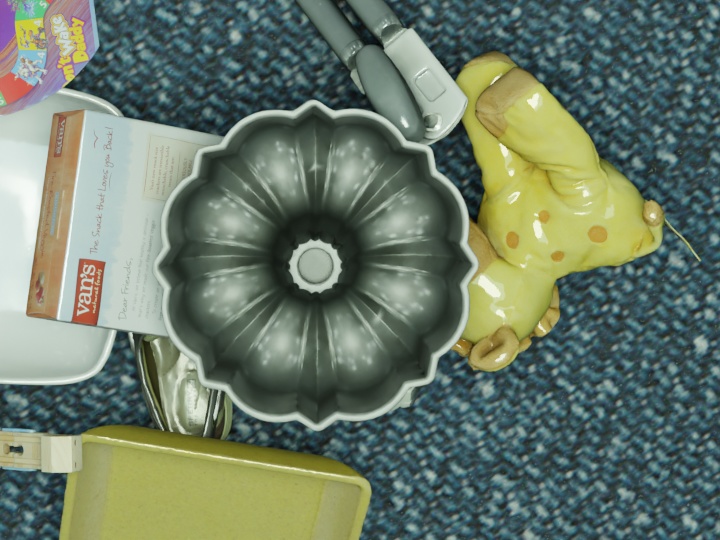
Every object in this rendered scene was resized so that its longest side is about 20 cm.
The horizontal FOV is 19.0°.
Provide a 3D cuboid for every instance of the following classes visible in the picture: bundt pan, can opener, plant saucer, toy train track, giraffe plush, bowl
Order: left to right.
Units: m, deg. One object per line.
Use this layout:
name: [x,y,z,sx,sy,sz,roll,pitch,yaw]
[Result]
toy train track: [-0.267,0.117,1.427,0.199,0.032,0.116,0,91,36]
bowl: [-0.252,-0.030,1.444,0.198,0.075,0.202,7,94,-4]
plant saucer: [-0.105,0.181,1.469,0.198,0.049,0.201,10,130,-5]
bundt pan: [-0.028,-0.006,1.347,0.200,0.076,0.204,0,95,-1]
can opener: [0.001,-0.160,1.407,0.053,0.066,0.200,-37,60,4]
giraffe plush: [0.099,-0.023,1.424,0.162,0.173,0.200,-45,83,3]

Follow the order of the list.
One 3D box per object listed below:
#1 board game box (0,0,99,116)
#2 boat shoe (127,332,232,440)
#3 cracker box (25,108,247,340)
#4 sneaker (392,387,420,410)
board game box: [-0.255,-0.199,1.400,0.157,0.039,0.202,-7,76,-8]
boat shoe: [-0.124,0.033,1.470,0.073,0.065,0.202,-13,99,-2]
cracker box: [-0.112,-0.022,1.407,0.199,0.058,0.135,10,86,-32]
sneaker: [0.000,0.000,1.472,0.079,0.078,0.202,-1,99,5]
